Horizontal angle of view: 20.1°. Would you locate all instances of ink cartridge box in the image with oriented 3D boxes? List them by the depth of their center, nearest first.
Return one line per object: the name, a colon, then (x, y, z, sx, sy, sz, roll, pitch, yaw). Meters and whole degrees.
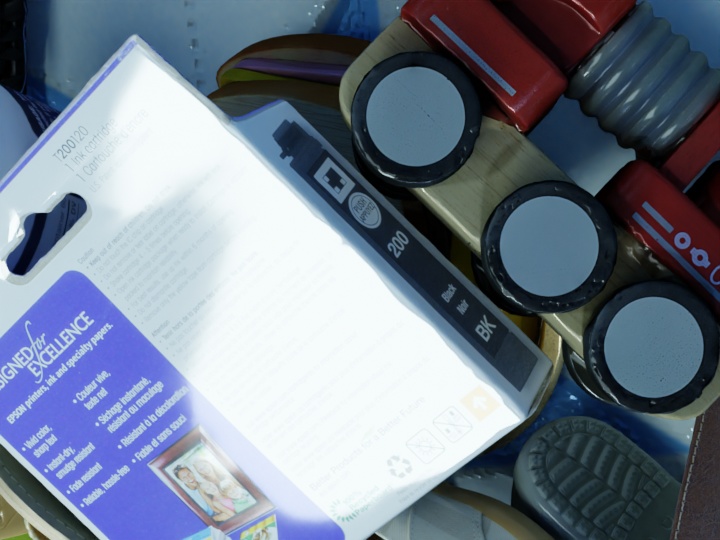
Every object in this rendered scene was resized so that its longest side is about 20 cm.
ink cartridge box: (-0.062, 0.029, 0.787, 0.200, 0.043, 0.198, 44, 125, -9)

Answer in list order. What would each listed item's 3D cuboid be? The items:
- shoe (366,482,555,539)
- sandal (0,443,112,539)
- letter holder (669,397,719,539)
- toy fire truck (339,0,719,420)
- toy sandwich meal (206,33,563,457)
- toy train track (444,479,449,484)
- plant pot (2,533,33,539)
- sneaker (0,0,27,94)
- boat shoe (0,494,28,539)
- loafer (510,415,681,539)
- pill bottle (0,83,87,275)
shoe: (0.025, 0.118, 0.848, 0.200, 0.053, 0.070, 33, 151, 36)
sandal: (-0.092, 0.132, 0.895, 0.211, 0.078, 0.070, 26, 125, -24)
letter holder: (0.223, 0.096, 0.730, 0.199, 0.143, 0.101, -8, 138, 34)
toy fire truck: (0.112, -0.068, 0.725, 0.176, 0.129, 0.200, 44, 88, 2)
toy sandwich meal: (0.000, 0.000, 0.868, 0.204, 0.070, 0.206, 18, 122, 31)
toy train track: (-0.038, 0.148, 0.968, 0.199, 0.033, 0.115, -29, 91, 29)
plant pot: (-0.265, 0.122, 1.011, 0.199, 0.199, 0.182, -52, 50, 41)
sneaker: (-0.188, -0.128, 0.952, 0.078, 0.070, 0.201, 2, 113, 43)
boat shoe: (-0.130, 0.081, 0.940, 0.069, 0.199, 0.071, -139, 52, -62)
loafer: (0.138, 0.147, 0.843, 0.200, 0.075, 0.070, 47, 149, 12)
pill bottle: (-0.163, -0.022, 0.883, 0.115, 0.200, 0.117, -8, 73, 27)
